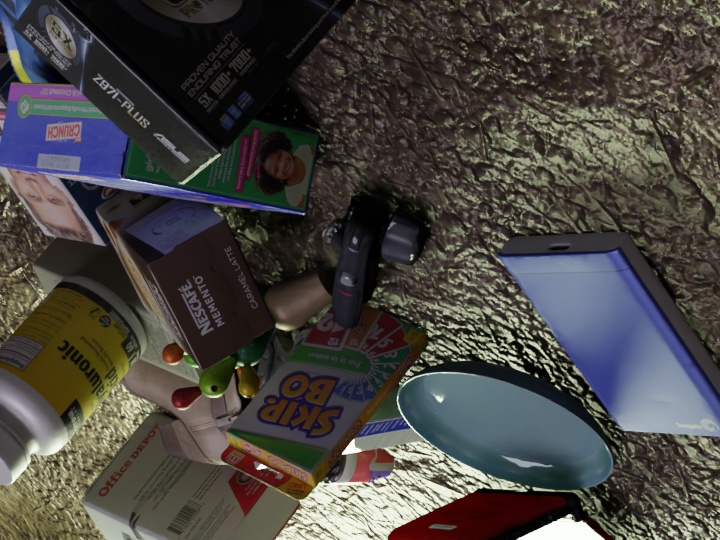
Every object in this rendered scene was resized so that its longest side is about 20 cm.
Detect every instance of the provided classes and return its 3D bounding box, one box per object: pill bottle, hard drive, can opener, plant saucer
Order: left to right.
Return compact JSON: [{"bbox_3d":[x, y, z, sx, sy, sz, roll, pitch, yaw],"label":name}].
[{"bbox_3d":[-0.309,0.109,1.898,0.111,0.200,0.111,29,150,18],"label":"pill bottle"},{"bbox_3d":[0.000,0.000,1.663,0.078,0.063,0.200,34,152,7],"label":"can opener"},{"bbox_3d":[0.130,0.133,1.708,0.199,0.027,0.200,19,153,10],"label":"plant saucer"},{"bbox_3d":[0.208,0.052,1.530,0.132,0.025,0.200,-2,133,51],"label":"hard drive"}]

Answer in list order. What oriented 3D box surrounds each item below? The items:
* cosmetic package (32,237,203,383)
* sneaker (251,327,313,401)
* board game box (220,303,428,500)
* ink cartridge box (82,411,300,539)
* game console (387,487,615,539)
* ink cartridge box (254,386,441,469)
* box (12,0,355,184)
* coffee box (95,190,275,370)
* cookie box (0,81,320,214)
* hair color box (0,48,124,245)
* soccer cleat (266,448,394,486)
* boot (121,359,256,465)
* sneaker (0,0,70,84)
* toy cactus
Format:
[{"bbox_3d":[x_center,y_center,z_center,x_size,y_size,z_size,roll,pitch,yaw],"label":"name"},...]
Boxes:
[{"bbox_3d":[-0.227,0.032,1.977,0.199,0.071,0.105,21,148,30],"label":"cosmetic package"},{"bbox_3d":[-0.046,0.104,1.871,0.087,0.075,0.200,19,170,-20],"label":"sneaker"},{"bbox_3d":[-0.033,0.110,1.720,0.095,0.200,0.030,23,149,27],"label":"board game box"},{"bbox_3d":[-0.193,0.264,2.210,0.199,0.144,0.084,19,147,33],"label":"ink cartridge box"},{"bbox_3d":[0.148,0.270,1.817,0.200,0.172,0.119,-13,98,66],"label":"game console"},{"bbox_3d":[0.002,0.141,1.799,0.095,0.199,0.037,121,140,-63],"label":"ink cartridge box"},{"bbox_3d":[-0.111,-0.192,1.356,0.164,0.200,0.086,44,154,-9],"label":"box"},{"bbox_3d":[-0.159,-0.005,1.735,0.115,0.080,0.200,64,168,-22],"label":"coffee box"},{"bbox_3d":[-0.164,-0.100,1.584,0.171,0.076,0.200,9,180,44],"label":"cookie box"},{"bbox_3d":[-0.305,-0.118,1.857,0.100,0.061,0.200,10,142,44],"label":"hair color box"},{"bbox_3d":[-0.044,0.184,2.004,0.073,0.069,0.200,11,180,-33],"label":"soccer cleat"},{"bbox_3d":[-0.175,0.112,2.045,0.146,0.070,0.201,-20,99,41],"label":"boot"},{"bbox_3d":[-0.258,-0.222,1.557,0.078,0.066,0.200,9,143,24],"label":"sneaker"},{"bbox_3d":[-0.092,0.057,1.784,0.165,0.200,0.102,-30,96,21],"label":"toy cactus"}]
